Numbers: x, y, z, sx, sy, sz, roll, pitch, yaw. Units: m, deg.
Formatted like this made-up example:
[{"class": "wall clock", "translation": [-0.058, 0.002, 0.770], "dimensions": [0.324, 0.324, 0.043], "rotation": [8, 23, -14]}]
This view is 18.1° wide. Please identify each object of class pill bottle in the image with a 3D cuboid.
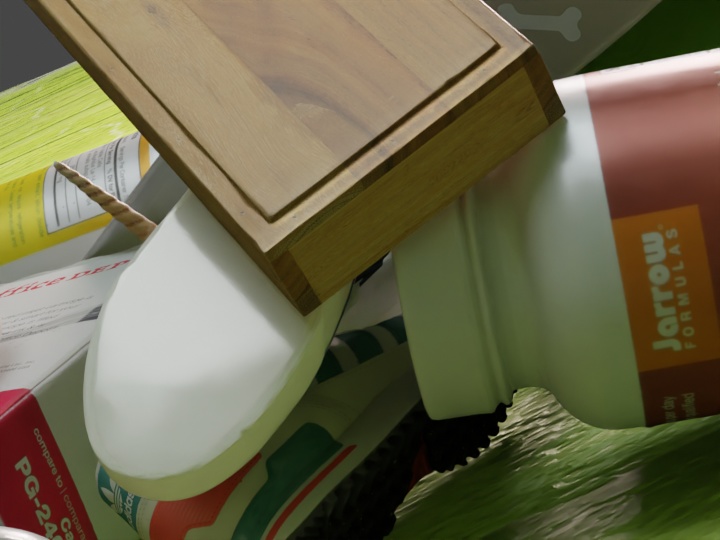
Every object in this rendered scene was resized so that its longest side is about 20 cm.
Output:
[{"class": "pill bottle", "translation": [0.112, -0.012, 0.699], "dimensions": [0.200, 0.112, 0.112], "rotation": [-11, 15, 5]}, {"class": "pill bottle", "translation": [-0.122, -0.007, 1.128], "dimensions": [0.200, 0.109, 0.109], "rotation": [-20, 14, 12]}]

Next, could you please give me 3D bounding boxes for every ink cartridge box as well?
[{"class": "ink cartridge box", "translation": [-0.143, 0.070, 0.920], "dimensions": [0.145, 0.083, 0.200], "rotation": [-14, 17, 31]}]

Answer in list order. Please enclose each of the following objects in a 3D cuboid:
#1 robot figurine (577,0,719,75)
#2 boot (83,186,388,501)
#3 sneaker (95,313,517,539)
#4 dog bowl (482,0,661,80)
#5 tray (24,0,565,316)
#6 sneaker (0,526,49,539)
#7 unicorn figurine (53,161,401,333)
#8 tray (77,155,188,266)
[{"class": "robot figurine", "translation": [0.166, -0.087, 0.893], "dimensions": [0.200, 0.116, 0.175], "rotation": [-39, -17, 16]}, {"class": "boot", "translation": [-0.023, 0.001, 0.736], "dimensions": [0.073, 0.090, 0.200], "rotation": [13, 61, 20]}, {"class": "sneaker", "translation": [-0.012, 0.040, 0.779], "dimensions": [0.093, 0.070, 0.200], "rotation": [25, 38, 19]}, {"class": "dog bowl", "translation": [0.084, -0.131, 0.890], "dimensions": [0.200, 0.059, 0.200], "rotation": [-42, 9, 8]}, {"class": "tray", "translation": [-0.035, -0.081, 0.714], "dimensions": [0.099, 0.037, 0.200], "rotation": [-38, 49, -6]}, {"class": "sneaker", "translation": [-0.185, 0.128, 0.802], "dimensions": [0.200, 0.070, 0.080], "rotation": [-20, 11, 15]}, {"class": "unicorn figurine", "translation": [0.000, 0.000, 0.857], "dimensions": [0.137, 0.200, 0.074], "rotation": [-32, 50, 5]}, {"class": "tray", "translation": [-0.039, -0.028, 0.956], "dimensions": [0.200, 0.107, 0.022], "rotation": [-45, 26, 53]}]
